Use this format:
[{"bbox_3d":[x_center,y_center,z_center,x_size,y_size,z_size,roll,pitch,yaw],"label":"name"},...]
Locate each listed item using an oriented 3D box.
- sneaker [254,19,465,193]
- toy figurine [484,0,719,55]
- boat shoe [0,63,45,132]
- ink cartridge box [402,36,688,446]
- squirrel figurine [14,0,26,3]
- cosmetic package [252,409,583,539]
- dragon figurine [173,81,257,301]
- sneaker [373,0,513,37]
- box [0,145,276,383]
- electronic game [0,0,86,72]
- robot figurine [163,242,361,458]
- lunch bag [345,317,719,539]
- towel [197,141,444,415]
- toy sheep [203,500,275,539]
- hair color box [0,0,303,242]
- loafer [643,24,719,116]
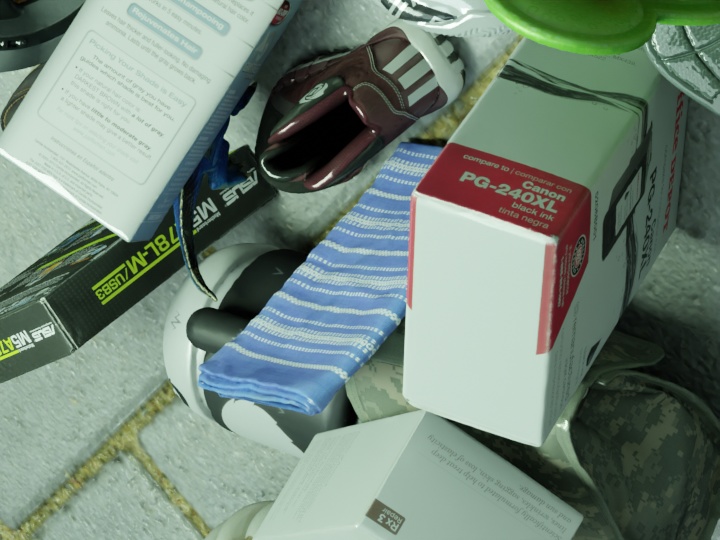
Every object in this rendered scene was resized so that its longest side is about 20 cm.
[{"bbox_3d":[-0.033,-0.079,1.548,0.076,0.115,0.200,52,144,-3],"label":"sneaker"},{"bbox_3d":[0.136,-0.219,1.213,0.150,0.200,0.184,24,125,15],"label":"toy figurine"},{"bbox_3d":[-0.182,-0.103,1.720,0.200,0.073,0.075,-12,112,50],"label":"boat shoe"},{"bbox_3d":[0.101,-0.032,1.377,0.083,0.200,0.145,18,134,19],"label":"ink cartridge box"},{"bbox_3d":[-0.249,-0.227,1.661,0.200,0.142,0.187,37,133,-5],"label":"squirrel figurine"},{"bbox_3d":[0.028,0.144,1.469,0.113,0.081,0.200,36,162,-13],"label":"cosmetic package"},{"bbox_3d":[-0.102,-0.089,1.589,0.059,0.200,0.099,8,167,13],"label":"dragon figurine"},{"bbox_3d":[0.019,-0.212,1.411,0.200,0.075,0.115,37,144,22],"label":"sneaker"},{"bbox_3d":[-0.178,0.006,1.711,0.200,0.193,0.048,-22,103,51],"label":"box"},{"bbox_3d":[-0.214,-0.214,1.560,0.042,0.200,0.200,38,149,57],"label":"electronic game"},{"bbox_3d":[-0.030,0.057,1.645,0.200,0.125,0.150,19,139,30],"label":"robot figurine"},{"bbox_3d":[0.102,0.085,1.499,0.164,0.118,0.200,16,163,37],"label":"lunch bag"},{"bbox_3d":[0.000,0.000,1.494,0.024,0.200,0.145,47,162,-22],"label":"towel"},{"bbox_3d":[-0.064,0.228,1.836,0.138,0.138,0.200,48,136,3],"label":"toy sheep"},{"bbox_3d":[-0.114,-0.126,1.526,0.099,0.200,0.061,34,-173,6],"label":"hair color box"},{"bbox_3d":[0.231,-0.078,1.335,0.200,0.063,0.072,43,112,4],"label":"loafer"}]
